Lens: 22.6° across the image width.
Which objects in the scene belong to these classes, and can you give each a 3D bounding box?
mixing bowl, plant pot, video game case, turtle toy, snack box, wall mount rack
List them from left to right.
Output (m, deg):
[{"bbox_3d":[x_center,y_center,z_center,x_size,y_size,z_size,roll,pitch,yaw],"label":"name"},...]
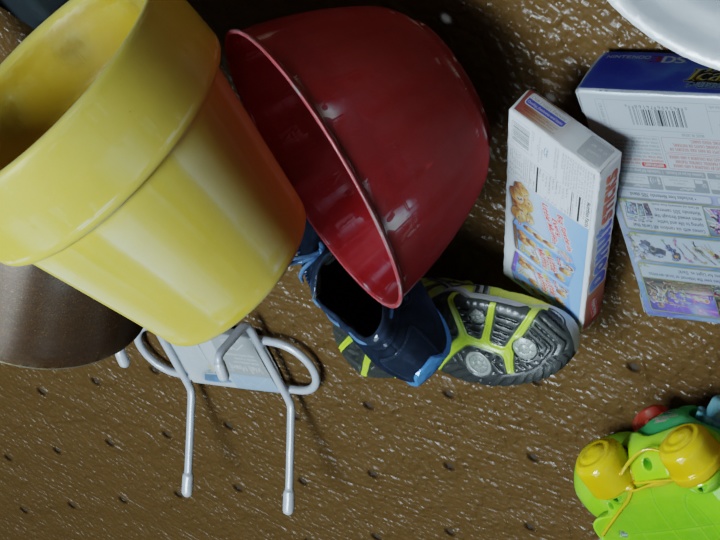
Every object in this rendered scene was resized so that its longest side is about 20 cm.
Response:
[{"bbox_3d":[-0.233,-0.062,1.356,0.186,0.187,0.201,28,129,12],"label":"plant pot"},{"bbox_3d":[-0.140,-0.059,1.153,0.200,0.201,0.189,-15,129,47],"label":"plant pot"},{"bbox_3d":[-0.120,0.115,1.524,0.199,0.075,0.174,5,134,37],"label":"wall mount rack"},{"bbox_3d":[0.011,-0.090,1.133,0.201,0.108,0.200,54,168,17],"label":"mixing bowl"},{"bbox_3d":[0.126,-0.033,1.153,0.072,0.024,0.200,37,159,22],"label":"snack box"},{"bbox_3d":[0.224,0.150,1.257,0.199,0.101,0.146,-15,121,48],"label":"turtle toy"},{"bbox_3d":[0.245,-0.043,1.072,0.199,0.046,0.182,7,134,36],"label":"video game case"}]

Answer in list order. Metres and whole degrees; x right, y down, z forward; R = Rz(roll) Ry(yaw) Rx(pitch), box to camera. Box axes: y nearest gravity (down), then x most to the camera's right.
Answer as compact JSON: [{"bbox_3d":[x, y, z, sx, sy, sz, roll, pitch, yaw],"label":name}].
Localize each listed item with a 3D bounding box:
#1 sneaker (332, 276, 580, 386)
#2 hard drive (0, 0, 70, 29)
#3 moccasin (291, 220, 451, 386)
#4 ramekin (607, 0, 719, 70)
[{"bbox_3d":[0.072,0.032,1.273,0.199,0.076,0.076,4,122,40],"label":"sneaker"},{"bbox_3d":[-0.268,-0.237,1.211,0.139,0.033,0.200,34,167,48],"label":"hard drive"},{"bbox_3d":[0.000,0.000,1.241,0.068,0.081,0.200,33,-174,-37],"label":"moccasin"},{"bbox_3d":[0.202,-0.203,0.887,0.199,0.098,0.201,22,141,19],"label":"ramekin"}]
